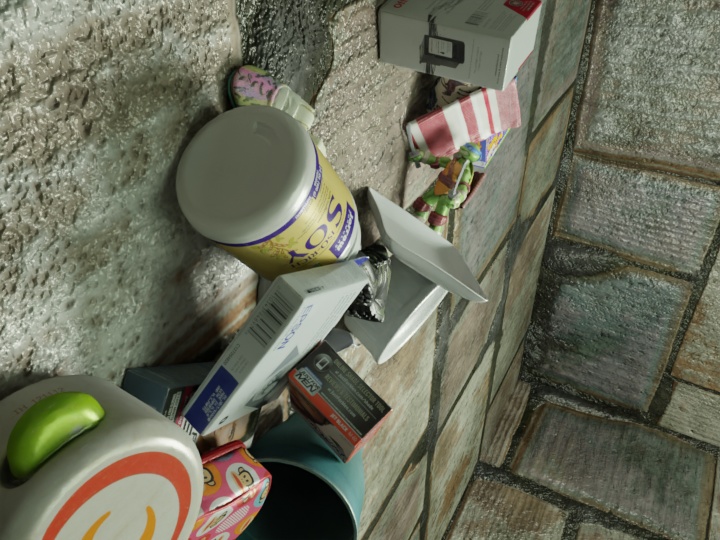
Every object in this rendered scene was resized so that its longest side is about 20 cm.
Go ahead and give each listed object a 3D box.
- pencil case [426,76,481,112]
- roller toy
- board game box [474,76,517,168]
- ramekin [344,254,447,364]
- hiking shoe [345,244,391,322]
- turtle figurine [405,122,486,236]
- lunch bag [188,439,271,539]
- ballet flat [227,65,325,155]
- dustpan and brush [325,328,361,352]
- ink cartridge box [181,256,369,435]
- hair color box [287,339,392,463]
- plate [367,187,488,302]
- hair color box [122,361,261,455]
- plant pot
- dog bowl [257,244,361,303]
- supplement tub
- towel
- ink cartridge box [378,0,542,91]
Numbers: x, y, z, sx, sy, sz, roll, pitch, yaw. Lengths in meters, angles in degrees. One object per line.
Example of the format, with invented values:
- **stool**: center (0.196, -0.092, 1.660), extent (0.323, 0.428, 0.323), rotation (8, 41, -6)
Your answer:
- **pencil case**: center (0.184, -0.336, 1.108), extent (0.200, 0.089, 0.078), rotation (123, -26, -58)
- **roller toy**: center (-0.241, 0.190, 0.535), extent (0.182, 0.140, 0.200), rotation (25, 85, -56)
- **board game box**: center (0.312, -0.355, 1.513), extent (0.200, 0.045, 0.135), rotation (-54, 151, -36)
- **ramekin**: center (0.063, 0.055, 1.104), extent (0.200, 0.098, 0.201), rotation (-45, 166, -14)
- **hiking shoe**: center (0.000, 0.000, 0.902), extent (0.200, 0.076, 0.101), rotation (70, 31, -66)
- **turtle figurine**: center (0.121, -0.148, 1.132), extent (0.200, 0.144, 0.194), rotation (-22, 141, -61)
- **lunch bag**: center (-0.202, 0.285, 0.688), extent (0.200, 0.082, 0.176), rotation (-53, 160, 21)
- **ballet flat**: center (-0.079, -0.159, 0.737), extent (0.069, 0.071, 0.200), rotation (-65, 156, -18)
- **dustpan and brush**: center (-0.060, 0.125, 0.969), extent (0.057, 0.139, 0.200), rotation (61, 6, -15)
- **ink cartridge box**: center (-0.075, 0.076, 0.701), extent (0.200, 0.041, 0.200), rotation (-53, 165, 22)
- **hair color box**: center (-0.031, 0.168, 0.786), extent (0.064, 0.111, 0.200), rotation (-41, 166, -19)
- **plate**: center (0.095, -0.036, 1.008), extent (0.032, 0.200, 0.200), rotation (-51, -157, 17)
- **hair color box**: center (-0.189, 0.163, 0.733), extent (0.200, 0.061, 0.099), rotation (12, 95, -68)
- **plant pot**: center (-0.079, 0.301, 0.931), extent (0.188, 0.200, 0.201), rotation (-55, 155, -65)
- **dog bowl**: center (-0.064, 0.007, 0.908), extent (0.200, 0.059, 0.200), rotation (-48, 148, -45)
- **supplement tub**: center (-0.087, -0.067, 0.690), extent (0.146, 0.145, 0.200), rotation (-68, 156, -11)
- **towel**: center (0.188, -0.263, 1.148), extent (0.144, 0.200, 0.023), rotation (45, 24, -64)
- **ink cartridge box**: center (0.144, -0.353, 0.943), extent (0.145, 0.200, 0.084), rotation (-53, 154, -38)
